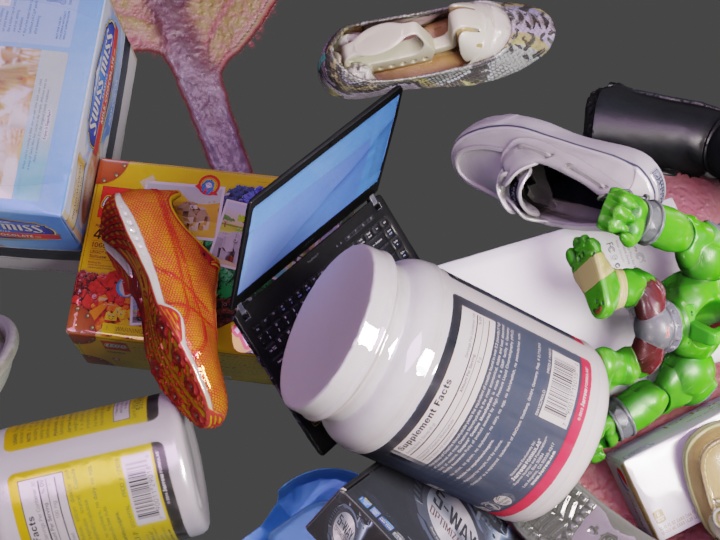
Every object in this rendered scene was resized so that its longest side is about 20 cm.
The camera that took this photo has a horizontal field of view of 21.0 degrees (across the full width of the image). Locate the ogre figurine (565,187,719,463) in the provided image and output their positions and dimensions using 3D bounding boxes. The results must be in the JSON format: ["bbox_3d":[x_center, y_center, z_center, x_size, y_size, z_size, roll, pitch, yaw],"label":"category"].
[{"bbox_3d":[0.215,0.038,1.424,0.119,0.098,0.201,-5,92,-26],"label":"ogre figurine"}]

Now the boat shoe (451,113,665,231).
[{"bbox_3d":[0.136,-0.072,1.491,0.199,0.074,0.065,10,34,45],"label":"boat shoe"}]

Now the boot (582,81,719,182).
[{"bbox_3d":[0.250,-0.088,1.479,0.167,0.200,0.077,9,107,7],"label":"boot"}]

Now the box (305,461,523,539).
[{"bbox_3d":[0.070,0.217,1.372,0.200,0.160,0.044,46,112,9],"label":"box"}]

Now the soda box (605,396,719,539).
[{"bbox_3d":[0.287,0.125,1.442,0.199,0.064,0.068,-26,92,-4],"label":"soda box"}]

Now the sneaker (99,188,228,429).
[{"bbox_3d":[-0.129,0.021,1.437,0.077,0.073,0.201,-9,66,-27],"label":"sneaker"}]

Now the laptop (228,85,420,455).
[{"bbox_3d":[0.000,0.000,1.427,0.177,0.103,0.201,-40,103,-36],"label":"laptop"}]

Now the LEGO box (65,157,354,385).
[{"bbox_3d":[-0.114,0.003,1.524,0.199,0.077,0.150,6,71,7],"label":"LEGO box"}]

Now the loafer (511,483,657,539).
[{"bbox_3d":[0.195,0.220,1.418,0.075,0.070,0.200,-45,76,1],"label":"loafer"}]

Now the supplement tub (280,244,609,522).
[{"bbox_3d":[0.059,0.078,1.355,0.199,0.140,0.141,26,71,-21],"label":"supplement tub"}]

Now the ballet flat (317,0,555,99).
[{"bbox_3d":[0.062,-0.184,1.584,0.199,0.072,0.072,-12,69,0],"label":"ballet flat"}]

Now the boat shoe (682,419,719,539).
[{"bbox_3d":[0.296,0.199,1.383,0.073,0.063,0.201,-26,97,-4],"label":"boat shoe"}]

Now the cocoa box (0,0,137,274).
[{"bbox_3d":[-0.267,-0.115,1.552,0.133,0.131,0.201,5,70,7],"label":"cocoa box"}]

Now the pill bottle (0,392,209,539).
[{"bbox_3d":[-0.220,0.164,1.456,0.199,0.111,0.112,-12,69,0],"label":"pill bottle"}]

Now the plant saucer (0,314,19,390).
[{"bbox_3d":[-0.341,0.108,1.480,0.199,0.200,0.050,-28,114,-6],"label":"plant saucer"}]

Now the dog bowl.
[{"bbox_3d":[-0.058,0.234,1.449,0.200,0.050,0.112,-35,71,-9],"label":"dog bowl"}]

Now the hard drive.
[{"bbox_3d":[0.165,0.034,1.485,0.199,0.026,0.133,-16,83,-11],"label":"hard drive"}]
